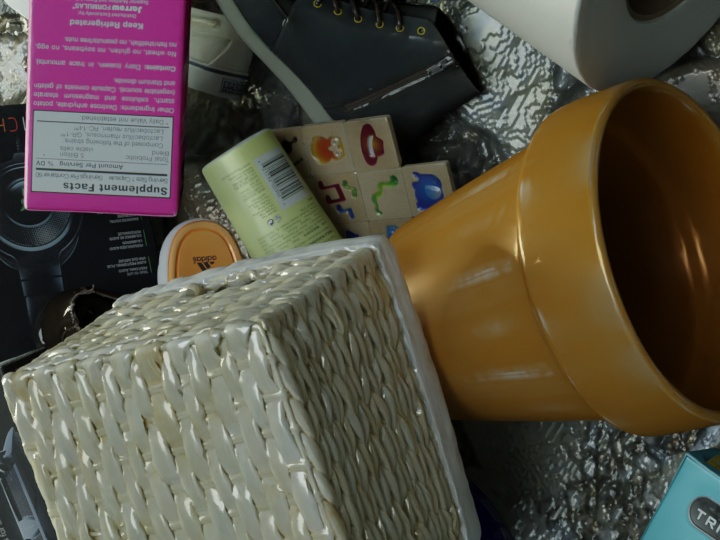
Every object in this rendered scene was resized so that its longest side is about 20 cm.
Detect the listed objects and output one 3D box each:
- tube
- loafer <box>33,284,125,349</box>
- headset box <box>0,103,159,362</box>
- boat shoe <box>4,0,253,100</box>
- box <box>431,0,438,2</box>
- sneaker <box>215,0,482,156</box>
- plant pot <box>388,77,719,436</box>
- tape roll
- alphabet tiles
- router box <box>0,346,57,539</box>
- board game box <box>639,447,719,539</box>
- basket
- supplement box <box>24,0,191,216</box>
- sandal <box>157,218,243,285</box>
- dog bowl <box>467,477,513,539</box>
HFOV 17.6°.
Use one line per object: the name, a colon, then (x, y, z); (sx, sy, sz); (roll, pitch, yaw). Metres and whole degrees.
tube: (-0.029, 0.008, 1.476); (0.058, 0.052, 0.200); (-32, 90, 26)
loafer: (-0.117, 0.068, 1.514); (0.199, 0.071, 0.073); (21, 71, -8)
headset box: (-0.234, -0.006, 1.584); (0.093, 0.174, 0.201); (-22, 76, 60)
boat shoe: (-0.157, -0.181, 1.607); (0.200, 0.071, 0.070); (24, 100, 28)
box: (-0.015, -0.265, 1.468); (0.199, 0.048, 0.118); (26, 98, 0)
sneaker: (-0.013, -0.167, 1.490); (0.106, 0.075, 0.200); (-34, 106, 20)
plant pot: (0.117, 0.009, 1.361); (0.183, 0.200, 0.201); (-18, 81, 36)
tape roll: (0.139, -0.223, 1.340); (0.139, 0.202, 0.203); (37, 109, 26)
alphabet tiles: (0.000, 0.000, 1.505); (0.167, 0.008, 0.201); (-5, 107, 33)
router box: (-0.233, 0.168, 1.470); (0.157, 0.052, 0.201); (-20, 93, 30)
board game box: (0.216, 0.231, 1.384); (0.151, 0.047, 0.200); (35, 108, 27)
basket: (-0.066, 0.108, 1.321); (0.198, 0.161, 0.201); (-13, 101, 30)
supplement box: (-0.160, -0.142, 1.485); (0.103, 0.101, 0.201); (4, 103, -3)
sandal: (-0.086, 0.065, 1.456); (0.059, 0.079, 0.208); (152, 109, -66)
dog bowl: (0.005, 0.215, 1.500); (0.199, 0.079, 0.201); (0, 91, 32)
